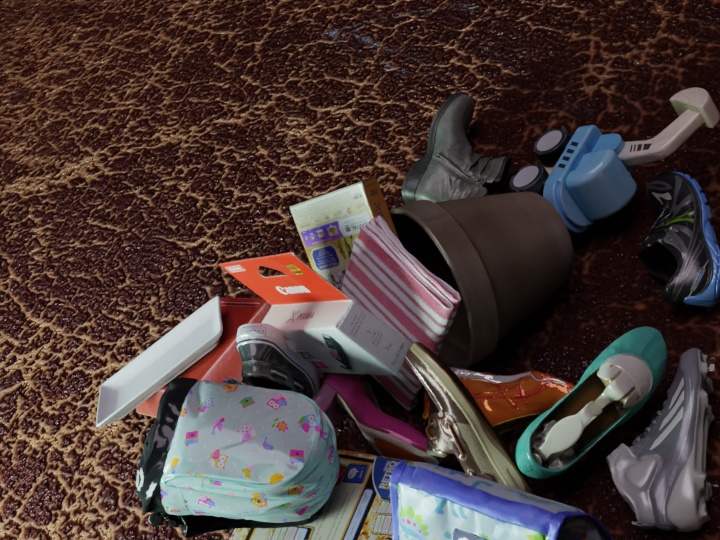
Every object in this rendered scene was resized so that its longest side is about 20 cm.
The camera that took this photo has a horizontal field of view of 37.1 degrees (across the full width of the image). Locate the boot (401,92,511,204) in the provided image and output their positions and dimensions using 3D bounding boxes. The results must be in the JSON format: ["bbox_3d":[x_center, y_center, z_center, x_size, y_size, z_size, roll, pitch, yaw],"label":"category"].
[{"bbox_3d":[0.152,-0.153,1.470,0.130,0.068,0.200,11,62,30],"label":"boot"}]

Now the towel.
[{"bbox_3d":[0.037,0.052,1.204,0.030,0.200,0.146,-26,60,-34],"label":"towel"}]

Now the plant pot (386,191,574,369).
[{"bbox_3d":[0.144,-0.009,1.246,0.173,0.200,0.200,-24,39,-20],"label":"plant pot"}]

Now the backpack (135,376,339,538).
[{"bbox_3d":[-0.122,0.194,1.122,0.199,0.127,0.167,7,61,11],"label":"backpack"}]

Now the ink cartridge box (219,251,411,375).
[{"bbox_3d":[-0.063,0.052,1.191,0.200,0.173,0.044,-7,50,60],"label":"ink cartridge box"}]

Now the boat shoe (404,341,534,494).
[{"bbox_3d":[0.097,0.169,1.112,0.072,0.072,0.200,-36,82,5],"label":"boat shoe"}]

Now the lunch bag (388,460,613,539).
[{"bbox_3d":[0.129,0.252,0.965,0.170,0.200,0.128,10,53,34],"label":"lunch bag"}]

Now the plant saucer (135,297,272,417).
[{"bbox_3d":[-0.193,0.103,1.360,0.200,0.037,0.200,-51,25,-24],"label":"plant saucer"}]

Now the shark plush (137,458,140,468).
[{"bbox_3d":[-0.179,0.222,1.292,0.200,0.091,0.083,-32,17,27],"label":"shark plush"}]

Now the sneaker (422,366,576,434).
[{"bbox_3d":[0.162,0.150,1.162,0.200,0.073,0.077,-3,64,34],"label":"sneaker"}]

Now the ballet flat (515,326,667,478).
[{"bbox_3d":[0.236,0.135,1.062,0.200,0.070,0.067,-43,86,-2],"label":"ballet flat"}]

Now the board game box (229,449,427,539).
[{"bbox_3d":[-0.030,0.267,1.150,0.200,0.046,0.152,4,51,32],"label":"board game box"}]

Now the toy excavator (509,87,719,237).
[{"bbox_3d":[0.311,-0.130,1.288,0.200,0.100,0.195,2,50,49],"label":"toy excavator"}]

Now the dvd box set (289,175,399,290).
[{"bbox_3d":[0.000,0.000,1.266,0.029,0.200,0.146,-25,6,-38],"label":"dvd box set"}]

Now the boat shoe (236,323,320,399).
[{"bbox_3d":[-0.100,0.127,1.225,0.072,0.200,0.071,-2,65,17],"label":"boat shoe"}]

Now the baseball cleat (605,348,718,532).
[{"bbox_3d":[0.298,0.161,1.063,0.106,0.070,0.200,-4,46,24],"label":"baseball cleat"}]

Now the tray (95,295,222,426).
[{"bbox_3d":[-0.247,0.117,1.342,0.200,0.022,0.107,-37,23,7],"label":"tray"}]

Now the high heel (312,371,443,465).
[{"bbox_3d":[0.029,0.156,1.217,0.200,0.068,0.096,19,56,37],"label":"high heel"}]

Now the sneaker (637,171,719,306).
[{"bbox_3d":[0.356,-0.042,1.226,0.082,0.071,0.200,-3,47,2],"label":"sneaker"}]
